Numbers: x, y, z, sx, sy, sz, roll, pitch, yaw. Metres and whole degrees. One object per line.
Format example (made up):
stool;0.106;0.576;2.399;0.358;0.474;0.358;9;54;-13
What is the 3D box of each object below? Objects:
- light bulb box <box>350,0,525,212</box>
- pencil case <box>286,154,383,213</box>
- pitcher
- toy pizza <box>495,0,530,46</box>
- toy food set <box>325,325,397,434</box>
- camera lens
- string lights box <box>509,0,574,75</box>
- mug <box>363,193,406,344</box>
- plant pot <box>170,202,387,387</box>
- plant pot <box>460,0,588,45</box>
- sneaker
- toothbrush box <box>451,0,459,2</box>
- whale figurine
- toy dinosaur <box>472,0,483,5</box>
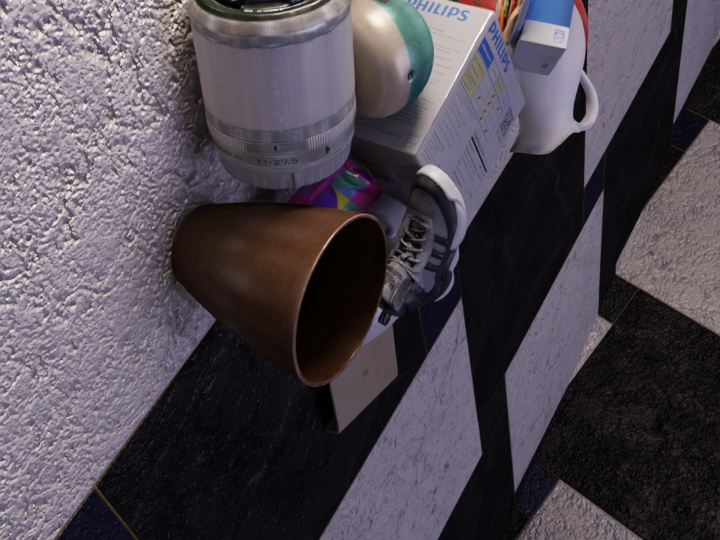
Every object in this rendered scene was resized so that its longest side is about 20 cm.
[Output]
light bulb box;0.091;-0.193;1.222;0.202;0.124;0.198;-61;151;-12
pencil case;-0.062;-0.051;1.184;0.200;0.088;0.088;-49;156;9
pitcher;0.261;-0.275;1.350;0.171;0.120;0.203;-23;112;-39
toy pizza;0.188;-0.371;1.187;0.200;0.031;0.203;-169;-90;-89
toy food set;-0.014;0.145;1.543;0.143;0.060;0.201;-41;142;-28
camera lens;-0.085;-0.206;1.007;0.160;0.158;0.202;-48;147;-39
string lights box;0.230;-0.354;1.213;0.103;0.058;0.203;101;-1;-83
mug;0.000;0.000;1.254;0.176;0.147;0.200;-52;170;-20
plant pot;-0.101;0.001;1.075;0.187;0.198;0.189;-45;145;-43
plant pot;0.214;-0.342;1.493;0.182;0.199;0.202;-38;141;-36
sneaker;0.058;-0.019;1.137;0.113;0.075;0.202;-36;146;-31
toothbrush box;0.039;-0.334;1.259;0.201;0.085;0.146;-58;152;-23
whale figurine;0.003;-0.256;1.100;0.103;0.200;0.161;-28;134;-26
toy dinosaur;0.126;-0.433;1.243;0.182;0.104;0.202;-106;-146;-82
